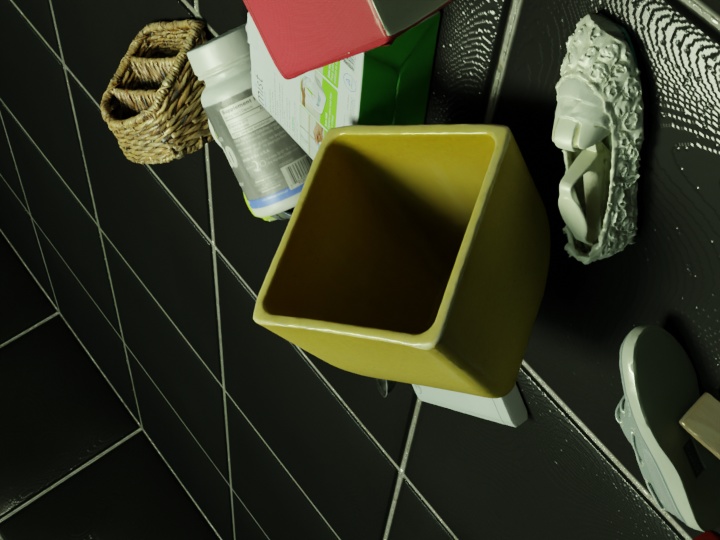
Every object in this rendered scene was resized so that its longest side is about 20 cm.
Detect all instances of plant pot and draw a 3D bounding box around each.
[{"bbox_3d":[0.063,0.010,0.943,0.193,0.197,0.200,5,155,39],"label":"plant pot"}]

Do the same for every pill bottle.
[{"bbox_3d":[-0.113,-0.175,1.219,0.113,0.113,0.202,5,122,62],"label":"pill bottle"}]

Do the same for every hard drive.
[{"bbox_3d":[0.103,0.104,1.231,0.199,0.026,0.133,6,123,62],"label":"hard drive"}]

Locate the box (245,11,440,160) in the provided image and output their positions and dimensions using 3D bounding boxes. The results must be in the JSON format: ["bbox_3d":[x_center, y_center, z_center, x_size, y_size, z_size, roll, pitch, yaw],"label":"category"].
[{"bbox_3d":[-0.024,-0.203,1.030,0.177,0.096,0.201,47,154,26],"label":"box"}]

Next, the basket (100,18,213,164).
[{"bbox_3d":[-0.277,-0.239,1.433,0.199,0.142,0.151,19,136,55],"label":"basket"}]

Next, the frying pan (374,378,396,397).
[{"bbox_3d":[0.012,0.067,1.361,0.115,0.030,0.193,103,152,-70],"label":"frying pan"}]

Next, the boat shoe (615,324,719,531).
[{"bbox_3d":[0.253,0.135,0.917,0.071,0.070,0.203,7,127,57],"label":"boat shoe"}]

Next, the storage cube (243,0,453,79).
[{"bbox_3d":[0.003,-0.270,0.802,0.179,0.170,0.202,2,120,62],"label":"storage cube"}]

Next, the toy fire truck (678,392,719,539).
[{"bbox_3d":[0.297,0.193,0.792,0.130,0.174,0.200,65,170,-17],"label":"toy fire truck"}]

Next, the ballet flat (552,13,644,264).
[{"bbox_3d":[0.176,-0.088,0.810,0.071,0.071,0.202,31,144,46],"label":"ballet flat"}]

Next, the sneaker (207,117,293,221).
[{"bbox_3d":[-0.123,-0.149,1.342,0.080,0.074,0.202,15,139,49],"label":"sneaker"}]
